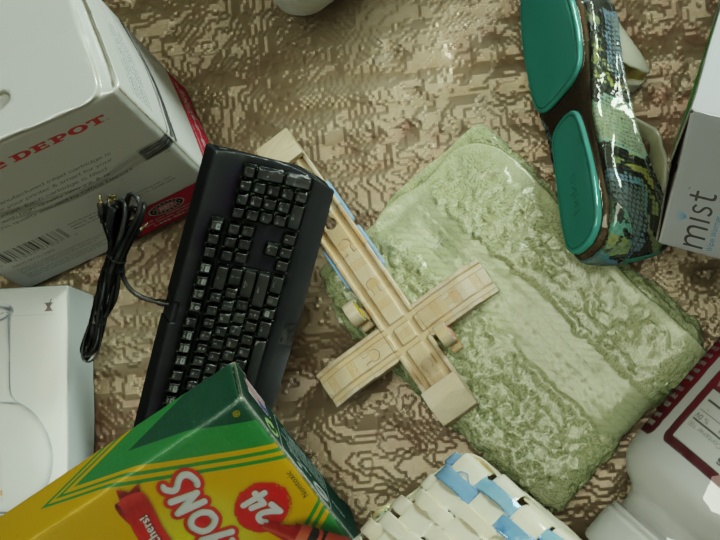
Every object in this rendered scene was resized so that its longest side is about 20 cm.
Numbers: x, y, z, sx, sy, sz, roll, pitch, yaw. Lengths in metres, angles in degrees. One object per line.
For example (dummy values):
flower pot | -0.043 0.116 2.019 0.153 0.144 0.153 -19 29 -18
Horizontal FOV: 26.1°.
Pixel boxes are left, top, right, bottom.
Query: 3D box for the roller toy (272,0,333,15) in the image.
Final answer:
roller toy | -0.037 -0.253 0.885 0.140 0.200 0.183 -36 112 3

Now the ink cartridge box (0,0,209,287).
ink cartridge box | -0.178 -0.074 0.869 0.145 0.200 0.084 -23 73 5

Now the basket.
basket | 0.039 0.208 0.819 0.139 0.176 0.200 32 81 28

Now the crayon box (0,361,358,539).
crayon box | -0.116 0.160 0.878 0.200 0.051 0.127 -34 114 4

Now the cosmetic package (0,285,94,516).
cosmetic package | -0.263 0.090 0.942 0.199 0.052 0.151 -4 79 9

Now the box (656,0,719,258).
box | 0.263 -0.086 0.809 0.176 0.097 0.200 16 47 11

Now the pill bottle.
pill bottle | 0.216 0.094 0.830 0.113 0.113 0.200 41 91 12

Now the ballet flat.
ballet flat | 0.138 -0.093 0.893 0.074 0.074 0.201 -8 69 8

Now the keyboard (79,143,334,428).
keyboard | -0.098 0.024 0.882 0.127 0.021 0.201 13 109 -9

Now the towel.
towel | 0.086 0.027 0.899 0.148 0.036 0.200 -46 78 2

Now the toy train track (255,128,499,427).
toy train track | 0.000 0.000 0.887 0.115 0.033 0.200 -36 73 5
